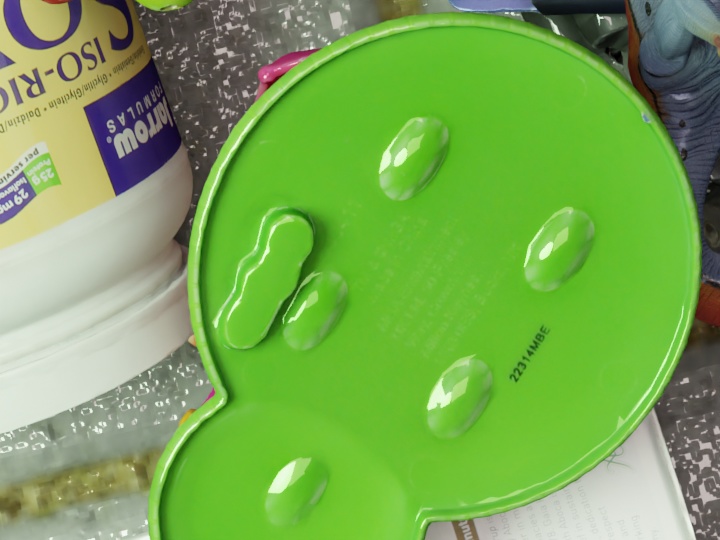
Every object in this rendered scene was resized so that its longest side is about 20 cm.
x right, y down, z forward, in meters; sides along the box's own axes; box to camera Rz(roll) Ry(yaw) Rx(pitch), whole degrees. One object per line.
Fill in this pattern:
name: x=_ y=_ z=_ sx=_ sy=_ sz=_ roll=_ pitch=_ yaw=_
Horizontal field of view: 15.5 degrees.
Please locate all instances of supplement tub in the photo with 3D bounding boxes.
supplement tub: x=-0.139 y=-0.058 z=0.857 sx=0.145 sy=0.145 sz=0.201 roll=-19 pitch=105 yaw=4

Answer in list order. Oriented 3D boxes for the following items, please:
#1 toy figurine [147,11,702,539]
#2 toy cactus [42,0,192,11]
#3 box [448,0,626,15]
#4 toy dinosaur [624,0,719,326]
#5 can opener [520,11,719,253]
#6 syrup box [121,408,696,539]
toy figurine: x=0.000 y=0.000 z=0.843 sx=0.150 sy=0.184 sz=0.200 roll=30 pitch=98 yaw=-14
toy cactus: x=-0.021 y=-0.167 z=0.806 sx=0.164 sy=0.102 sz=0.201 roll=8 pitch=69 yaw=1
box: x=0.123 y=-0.145 z=0.855 sx=0.199 sy=0.032 sz=0.122 roll=0 pitch=85 yaw=15
toy dinosaur: x=0.111 y=-0.082 z=0.817 sx=0.105 sy=0.200 sz=0.182 roll=7 pitch=106 yaw=-35
can opener: x=0.094 y=-0.095 z=0.914 sx=0.067 sy=0.053 sz=0.201 roll=-21 pitch=80 yaw=-29
syrup box: x=0.010 y=0.102 z=0.879 sx=0.199 sy=0.079 sz=0.082 roll=-18 pitch=82 yaw=4
